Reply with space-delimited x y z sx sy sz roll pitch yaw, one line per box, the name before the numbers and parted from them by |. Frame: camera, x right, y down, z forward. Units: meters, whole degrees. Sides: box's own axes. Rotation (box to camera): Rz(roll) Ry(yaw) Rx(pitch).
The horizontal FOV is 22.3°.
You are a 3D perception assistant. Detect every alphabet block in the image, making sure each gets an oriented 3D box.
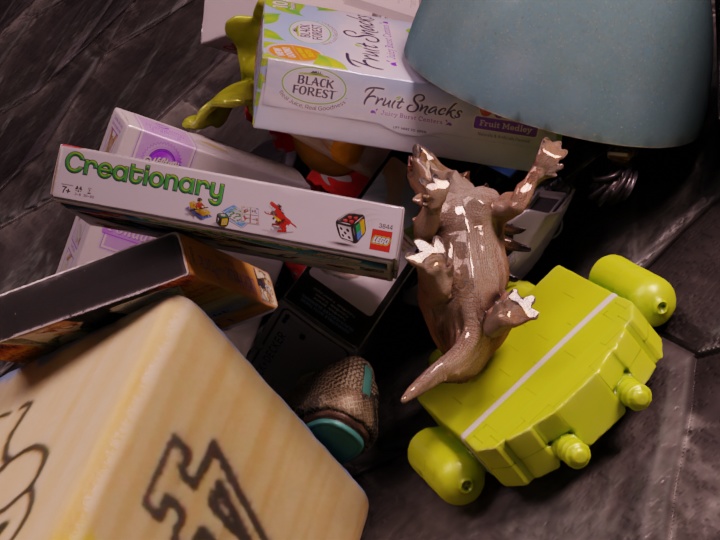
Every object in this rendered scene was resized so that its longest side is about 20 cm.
alphabet block | -0.138 0.170 1.060 0.194 0.197 0.201 -26 28 35

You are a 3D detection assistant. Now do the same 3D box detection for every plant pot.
plant pot | 0.138 -0.178 1.153 0.200 0.198 0.136 -107 28 -65

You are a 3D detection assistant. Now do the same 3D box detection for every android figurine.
android figurine | 0.105 0.062 1.064 0.182 0.041 0.200 -43 20 -6

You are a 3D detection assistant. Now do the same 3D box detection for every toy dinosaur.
toy dinosaur | 0.063 0.005 1.082 0.136 0.085 0.202 104 175 -62

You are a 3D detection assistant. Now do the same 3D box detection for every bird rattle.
bird rattle | -0.039 -0.107 1.369 0.162 0.200 0.113 35 88 24

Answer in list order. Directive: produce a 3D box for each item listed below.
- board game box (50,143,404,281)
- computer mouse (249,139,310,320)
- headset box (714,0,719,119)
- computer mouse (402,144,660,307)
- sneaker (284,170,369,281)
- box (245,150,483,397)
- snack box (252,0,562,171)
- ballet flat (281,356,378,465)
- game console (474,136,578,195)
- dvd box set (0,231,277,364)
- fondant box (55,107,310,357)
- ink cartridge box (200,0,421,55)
board game box | -0.073 -0.032 1.076 0.126 0.198 0.035 84 -163 -85
computer mouse | -0.084 -0.018 1.490 0.138 0.053 0.201 -22 41 40
headset box | 0.273 -0.209 1.097 0.092 0.176 0.201 9 36 4
computer mouse | 0.113 -0.026 1.191 0.199 0.044 0.110 -36 9 25
sneaker | -0.026 -0.043 1.390 0.077 0.085 0.201 -34 25 14
box | 0.000 0.000 1.237 0.200 0.060 0.117 -54 -2 -39
snack box | 0.029 -0.124 1.213 0.142 0.198 0.054 -96 16 -68
ballet flat | -0.055 0.113 1.170 0.200 0.068 0.076 -36 28 38
game console | 0.113 -0.167 1.362 0.118 0.174 0.200 -18 20 -15
dvd box set | -0.145 0.025 1.138 0.145 0.030 0.200 -19 -11 9
fondant box | -0.139 0.003 1.317 0.202 0.143 0.058 -69 21 10
ink cartridge box | -0.012 -0.209 1.491 0.146 0.198 0.084 -7 74 56
